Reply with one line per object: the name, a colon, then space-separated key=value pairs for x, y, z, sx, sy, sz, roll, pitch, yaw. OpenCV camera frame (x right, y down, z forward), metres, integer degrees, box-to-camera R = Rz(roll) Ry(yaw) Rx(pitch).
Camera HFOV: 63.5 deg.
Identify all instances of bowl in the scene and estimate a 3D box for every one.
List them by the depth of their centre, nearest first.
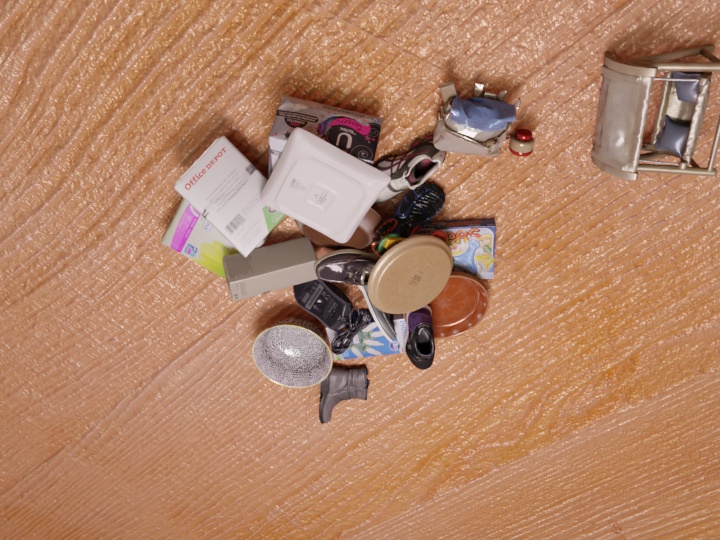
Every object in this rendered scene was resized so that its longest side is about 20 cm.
bowl: x=-0.160 y=0.184 z=1.433 sx=0.197 sy=0.095 sz=0.203 roll=3 pitch=125 yaw=5

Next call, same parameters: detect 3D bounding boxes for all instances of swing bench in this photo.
swing bench: x=0.533 y=-0.280 z=1.044 sx=0.196 sy=0.130 sz=0.201 roll=-2 pitch=123 yaw=8

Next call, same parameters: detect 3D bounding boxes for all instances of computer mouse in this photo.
computer mouse: x=-0.074 y=0.085 z=1.361 sx=0.200 sy=0.053 sz=0.139 roll=43 pitch=112 yaw=9

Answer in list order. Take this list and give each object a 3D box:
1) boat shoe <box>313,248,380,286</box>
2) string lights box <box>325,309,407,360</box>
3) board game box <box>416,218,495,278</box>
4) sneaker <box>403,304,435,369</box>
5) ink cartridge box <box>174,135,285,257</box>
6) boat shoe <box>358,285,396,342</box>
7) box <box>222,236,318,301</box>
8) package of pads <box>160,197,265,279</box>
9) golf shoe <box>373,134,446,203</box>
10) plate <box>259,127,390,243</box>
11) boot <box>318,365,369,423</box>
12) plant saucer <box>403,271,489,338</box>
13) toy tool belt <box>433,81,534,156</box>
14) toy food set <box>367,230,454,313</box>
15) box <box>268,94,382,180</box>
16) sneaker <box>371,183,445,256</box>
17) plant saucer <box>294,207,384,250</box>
boat shoe: x=0.000 y=0.000 z=1.253 sx=0.197 sy=0.065 sz=0.073 roll=0 pitch=126 yaw=-11
string lights box: x=0.023 y=0.152 z=1.417 sx=0.197 sy=0.059 sz=0.104 roll=-8 pitch=120 yaw=10
board game box: x=0.196 y=-0.044 z=1.287 sx=0.196 sy=0.035 sz=0.137 roll=-2 pitch=123 yaw=7
sneaker: x=0.137 y=0.176 z=1.327 sx=0.074 sy=0.088 sz=0.202 roll=-9 pitch=132 yaw=2
ink cartridge box: x=-0.256 y=-0.152 z=1.190 sx=0.146 sy=0.084 sz=0.200 roll=-45 pitch=103 yaw=-1
boat shoe: x=0.043 y=0.064 z=1.324 sx=0.061 sy=0.073 sz=0.202 roll=-26 pitch=91 yaw=2
box: x=-0.195 y=-0.005 z=1.272 sx=0.197 sy=0.083 sz=0.069 roll=-14 pitch=142 yaw=-16
package of pads: x=-0.321 y=-0.080 z=1.295 sx=0.198 sy=0.069 sz=0.155 roll=31 pitch=122 yaw=-15
golf shoe: x=0.083 y=-0.194 z=1.170 sx=0.199 sy=0.089 sz=0.077 roll=-34 pitch=116 yaw=25
plate: x=-0.073 y=-0.144 z=1.090 sx=0.198 sy=0.033 sz=0.200 roll=26 pitch=135 yaw=-14
boot: x=-0.043 y=0.336 z=1.542 sx=0.129 sy=0.070 sz=0.202 roll=4 pitch=128 yaw=-3
plant saucer: x=0.193 y=0.077 z=1.327 sx=0.197 sy=0.033 sz=0.202 roll=-3 pitch=131 yaw=-3
toy tool belt: x=0.236 y=-0.281 z=1.078 sx=0.196 sy=0.126 sz=0.124 roll=6 pitch=132 yaw=1
toy food set: x=0.103 y=0.005 z=1.180 sx=0.197 sy=0.049 sz=0.200 roll=2 pitch=125 yaw=-29
box: x=-0.070 y=-0.231 z=1.117 sx=0.197 sy=0.116 sz=0.133 roll=12 pitch=150 yaw=-3
sneaker: x=0.096 y=-0.104 z=1.212 sx=0.200 sy=0.078 sz=0.075 roll=-42 pitch=85 yaw=-7
plant saucer: x=-0.049 y=-0.089 z=1.222 sx=0.197 sy=0.037 sz=0.201 roll=8 pitch=156 yaw=4
